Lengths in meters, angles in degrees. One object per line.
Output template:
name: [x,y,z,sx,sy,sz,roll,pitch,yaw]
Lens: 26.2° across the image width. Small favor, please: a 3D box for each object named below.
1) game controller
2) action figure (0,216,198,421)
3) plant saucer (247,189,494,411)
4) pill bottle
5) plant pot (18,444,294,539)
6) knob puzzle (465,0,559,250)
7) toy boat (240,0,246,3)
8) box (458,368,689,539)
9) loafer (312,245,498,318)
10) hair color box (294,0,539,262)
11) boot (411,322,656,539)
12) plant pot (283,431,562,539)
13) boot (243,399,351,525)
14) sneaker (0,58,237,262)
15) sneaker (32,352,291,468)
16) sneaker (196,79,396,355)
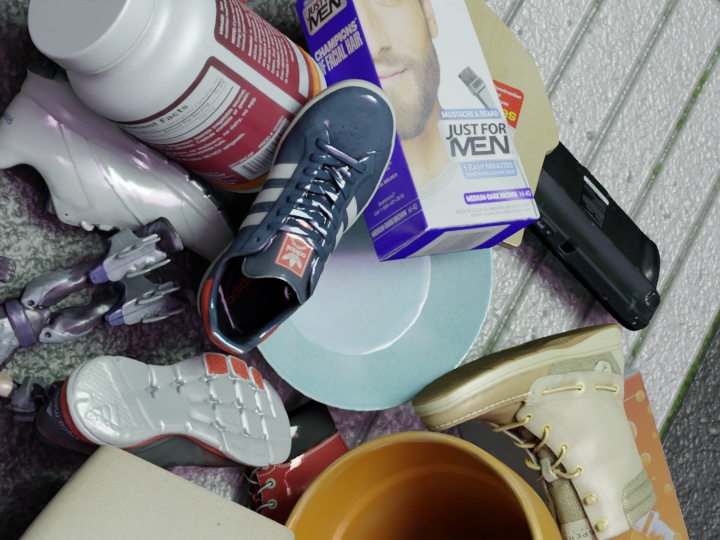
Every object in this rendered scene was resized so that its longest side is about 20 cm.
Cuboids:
game controller: [0.183,-0.040,1.279,0.200,0.042,0.104,44,32,-24]
action figure: [-0.212,0.028,1.031,0.200,0.069,0.130,-24,121,-14]
plant saucer: [0.000,0.000,1.119,0.201,0.039,0.201,0,90,-23]
pill bottle: [-0.117,-0.135,1.006,0.200,0.113,0.113,32,73,-53]
plant pot: [-0.146,0.227,0.989,0.199,0.200,0.177,26,67,-5]
knob puzzle: [0.060,-0.130,1.204,0.219,0.030,0.220,6,68,-15]
toy boat: [-0.103,-0.253,1.069,0.130,0.131,0.200,34,74,-26]
box: [0.180,0.192,1.258,0.124,0.097,0.200,-24,102,-28]
loafer: [0.033,-0.002,1.192,0.200,0.070,0.070,-18,106,-23]
hair color box: [0.039,-0.113,1.081,0.109,0.065,0.200,-8,72,-40]
boot: [0.133,0.132,1.126,0.200,0.073,0.156,-14,91,-42]
plant pot: [0.066,0.231,1.075,0.183,0.200,0.201,37,70,-56]
boot: [-0.077,0.190,1.129,0.200,0.072,0.144,-40,102,-24]
sneaker: [-0.170,-0.061,1.078,0.200,0.075,0.087,38,94,-25]
sneaker: [-0.135,0.101,1.055,0.200,0.082,0.077,17,56,-43]
sneaker: [-0.038,-0.028,1.000,0.075,0.085,0.200,27,106,-13]
